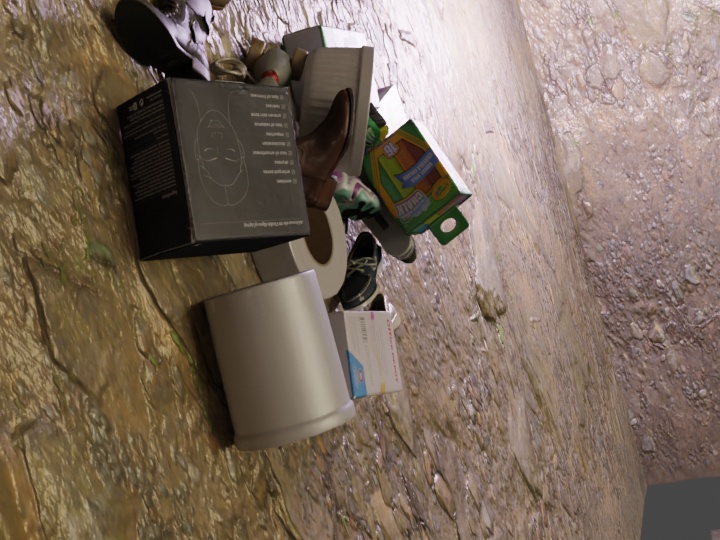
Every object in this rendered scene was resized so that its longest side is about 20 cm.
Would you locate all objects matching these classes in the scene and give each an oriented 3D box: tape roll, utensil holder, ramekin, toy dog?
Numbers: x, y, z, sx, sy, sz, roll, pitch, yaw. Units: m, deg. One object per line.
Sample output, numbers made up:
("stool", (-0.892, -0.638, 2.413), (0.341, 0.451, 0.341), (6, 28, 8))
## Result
("tape roll", (-0.094, -0.051, 1.568), (0.202, 0.070, 0.206), (41, 43, -54))
("utensil holder", (-0.111, 0.116, 1.349), (0.169, 0.167, 0.204), (-18, 93, -65))
("ramekin", (-0.040, -0.253, 1.588), (0.200, 0.103, 0.205), (-173, -90, -88))
("toy dog", (-0.143, -0.275, 1.537), (0.200, 0.130, 0.098), (-49, 160, -54))

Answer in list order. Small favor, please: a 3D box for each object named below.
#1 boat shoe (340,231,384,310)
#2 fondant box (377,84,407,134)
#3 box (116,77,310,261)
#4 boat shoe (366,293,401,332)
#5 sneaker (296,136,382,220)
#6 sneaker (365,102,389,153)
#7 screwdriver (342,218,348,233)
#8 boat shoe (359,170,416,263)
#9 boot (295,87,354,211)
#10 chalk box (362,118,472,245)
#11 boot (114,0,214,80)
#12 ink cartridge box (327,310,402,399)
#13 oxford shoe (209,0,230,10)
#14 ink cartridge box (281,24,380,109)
("boat shoe", (0.000, 0.000, 1.746), (0.201, 0.074, 0.063), (-65, 138, -55))
("fondant box", (0.059, -0.246, 2.004), (0.203, 0.057, 0.145), (69, 26, -21))
("box", (-0.183, -0.126, 1.284), (0.198, 0.123, 0.201), (-5, 83, -47))
("boat shoe", (0.020, 0.101, 1.762), (0.200, 0.072, 0.064), (-59, 127, -71))
("sneaker", (-0.035, -0.174, 1.722), (0.199, 0.077, 0.143), (24, 53, -48))
("sneaker", (-0.003, -0.235, 1.816), (0.079, 0.084, 0.200), (56, -7, 11))
("screwdriver", (-0.042, -0.160, 1.790), (0.028, 0.029, 0.204), (25, 53, -60))
("boat shoe", (0.038, -0.094, 1.825), (0.202, 0.070, 0.064), (60, 9, 26))
("boot", (-0.117, -0.194, 1.438), (0.064, 0.196, 0.190), (-164, -92, -72))
("chalk box", (0.108, -0.142, 1.760), (0.202, 0.124, 0.124), (55, 14, 8))
("boot", (-0.259, -0.348, 1.362), (0.200, 0.068, 0.177), (49, 32, -54))
("ink cartridge box", (-0.027, 0.136, 1.566), (0.199, 0.123, 0.131), (8, 72, -64))
("oxford shoe", (-0.230, -0.443, 1.436), (0.200, 0.074, 0.072), (39, 44, -55))
("ink cartridge box", (-0.048, -0.345, 1.783), (0.199, 0.082, 0.150), (-23, 101, -66))
